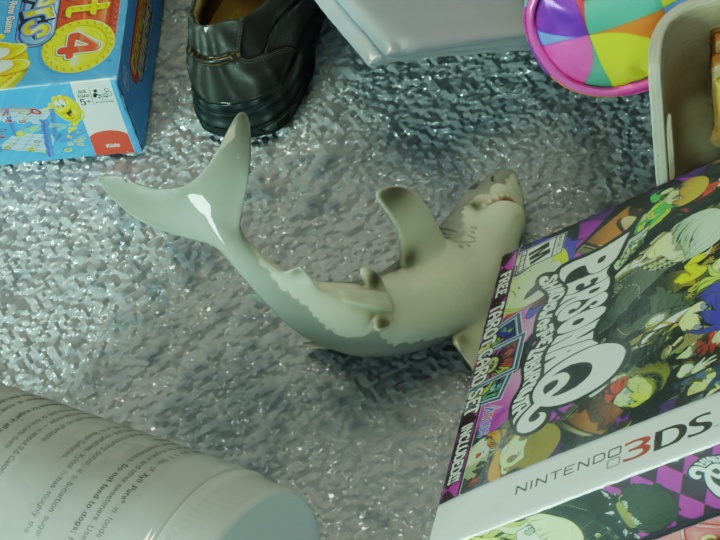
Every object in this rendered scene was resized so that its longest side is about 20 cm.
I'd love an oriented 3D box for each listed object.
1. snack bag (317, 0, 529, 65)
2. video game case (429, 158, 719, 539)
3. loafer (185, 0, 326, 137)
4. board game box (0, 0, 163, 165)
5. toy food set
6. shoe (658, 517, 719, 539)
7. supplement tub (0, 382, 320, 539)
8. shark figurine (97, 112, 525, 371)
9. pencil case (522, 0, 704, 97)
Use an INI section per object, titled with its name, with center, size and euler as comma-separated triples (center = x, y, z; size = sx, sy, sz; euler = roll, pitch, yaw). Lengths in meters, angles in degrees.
[snack bag]
center = 0.046, -0.167, 1.168
size = 0.199, 0.021, 0.189
euler = -10, 44, -32
[video game case]
center = 0.123, 0.031, 0.939
size = 0.181, 0.036, 0.200
euler = -24, 28, 29
[loafer]
center = -0.044, -0.163, 1.207
size = 0.072, 0.072, 0.201
euler = 0, 49, 14
[board game box]
center = -0.207, -0.144, 1.239
size = 0.195, 0.056, 0.201
euler = -6, 49, 8
[toy food set]
center = 0.225, -0.066, 1.014
size = 0.199, 0.144, 0.061
euler = -13, 49, 1
[shoe]
center = 0.148, 0.078, 0.944
size = 0.199, 0.091, 0.072
euler = 5, 51, 17
[supplement tub]
center = -0.131, 0.120, 0.947
size = 0.199, 0.132, 0.132
euler = 16, 55, 26
[shark figurine]
center = -0.012, 0.012, 1.035
size = 0.089, 0.214, 0.129
euler = -21, 70, 46
[pencil case]
center = 0.109, -0.162, 1.077
size = 0.088, 0.089, 0.200
euler = -10, 35, 4
